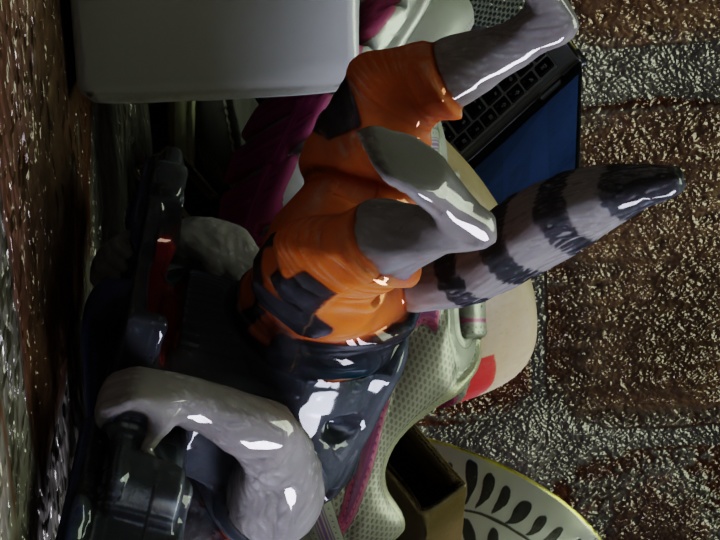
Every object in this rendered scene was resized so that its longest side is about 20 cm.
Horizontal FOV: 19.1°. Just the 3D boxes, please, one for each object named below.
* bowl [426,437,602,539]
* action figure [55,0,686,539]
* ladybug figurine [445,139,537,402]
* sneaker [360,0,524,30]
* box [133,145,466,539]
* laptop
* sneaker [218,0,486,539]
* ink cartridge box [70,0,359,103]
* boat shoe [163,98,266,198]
[{"bbox_3d":[0.012,0.164,0.966,0.201,0.199,0.095,88,17,-53],"label":"bowl"},{"bbox_3d":[-0.014,0.030,0.533,0.194,0.104,0.201,-53,-160,39],"label":"action figure"},{"bbox_3d":[0.000,0.000,0.804,0.136,0.072,0.200,50,-13,4],"label":"ladybug figurine"},{"bbox_3d":[0.040,-0.138,0.837,0.199,0.114,0.077,40,73,-51],"label":"sneaker"},{"bbox_3d":[-0.020,0.056,0.808,0.164,0.021,0.200,49,-14,18],"label":"box"},{"bbox_3d":[0.008,-0.059,1.035,0.201,0.187,0.116,55,31,10],"label":"laptop"},{"bbox_3d":[-0.001,0.002,0.678,0.201,0.088,0.081,-69,-162,-9],"label":"sneaker"},{"bbox_3d":[-0.043,-0.151,0.661,0.200,0.083,0.146,-91,178,-68],"label":"ink cartridge box"},{"bbox_3d":[-0.047,-0.041,0.907,0.202,0.065,0.072,88,0,-50],"label":"boat shoe"}]
